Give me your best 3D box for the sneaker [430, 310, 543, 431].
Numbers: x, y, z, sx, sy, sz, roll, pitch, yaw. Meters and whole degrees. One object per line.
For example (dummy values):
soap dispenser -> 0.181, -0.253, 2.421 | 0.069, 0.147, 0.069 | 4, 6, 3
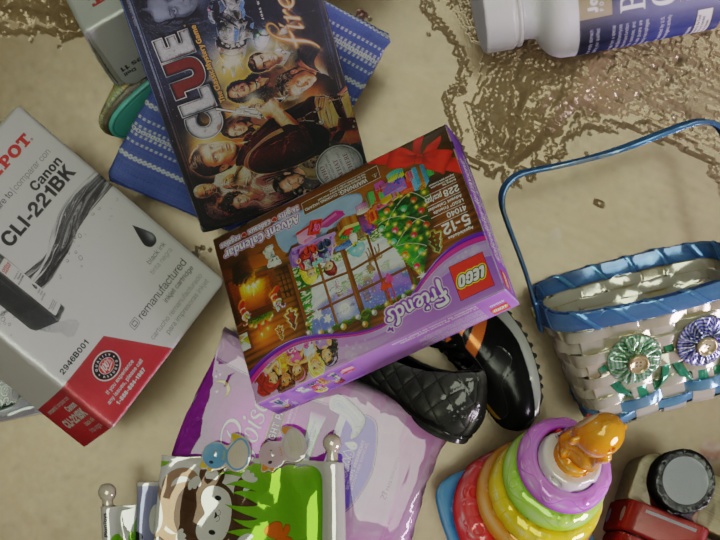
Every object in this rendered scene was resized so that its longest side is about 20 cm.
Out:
sneaker -> 0.061, 0.038, 1.028 | 0.089, 0.070, 0.202 | -20, 82, -28

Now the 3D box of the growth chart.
growth chart -> -0.100, 0.194, 0.984 | 0.198, 0.018, 0.147 | -11, 82, 10

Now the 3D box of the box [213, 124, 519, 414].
box -> 0.000, 0.000, 0.976 | 0.198, 0.039, 0.138 | -26, 64, 14

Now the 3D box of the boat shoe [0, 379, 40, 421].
boat shoe -> -0.257, 0.081, 1.042 | 0.199, 0.072, 0.071 | -18, 87, -2

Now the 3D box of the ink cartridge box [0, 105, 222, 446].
ink cartridge box -> -0.224, 0.004, 0.986 | 0.200, 0.084, 0.145 | 40, 61, -9

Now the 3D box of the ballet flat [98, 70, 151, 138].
ballet flat -> -0.126, -0.179, 1.060 | 0.199, 0.071, 0.071 | -34, 88, 0

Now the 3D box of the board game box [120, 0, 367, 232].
board game box -> -0.080, -0.135, 0.967 | 0.134, 0.035, 0.202 | -17, 123, -1

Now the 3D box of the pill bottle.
pill bottle -> 0.184, -0.224, 1.030 | 0.197, 0.111, 0.112 | -11, 88, 0

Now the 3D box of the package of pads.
package of pads -> -0.037, 0.133, 1.037 | 0.198, 0.076, 0.122 | 20, 86, 1

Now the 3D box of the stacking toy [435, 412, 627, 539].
stacking toy -> 0.137, 0.149, 0.963 | 0.115, 0.201, 0.111 | -10, 61, -20

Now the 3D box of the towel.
towel -> -0.084, -0.121, 1.010 | 0.144, 0.024, 0.201 | 23, 114, -25

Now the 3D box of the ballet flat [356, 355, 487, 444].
ballet flat -> 0.022, 0.061, 1.009 | 0.199, 0.066, 0.057 | 31, 105, 39

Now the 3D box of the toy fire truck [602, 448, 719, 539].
toy fire truck -> 0.256, 0.255, 1.021 | 0.174, 0.129, 0.202 | 21, 78, 1

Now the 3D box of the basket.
basket -> 0.208, 0.003, 1.007 | 0.174, 0.139, 0.202 | -17, 98, 1

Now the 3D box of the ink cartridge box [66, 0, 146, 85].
ink cartridge box -> -0.169, -0.262, 1.018 | 0.146, 0.083, 0.201 | -29, 68, -1
